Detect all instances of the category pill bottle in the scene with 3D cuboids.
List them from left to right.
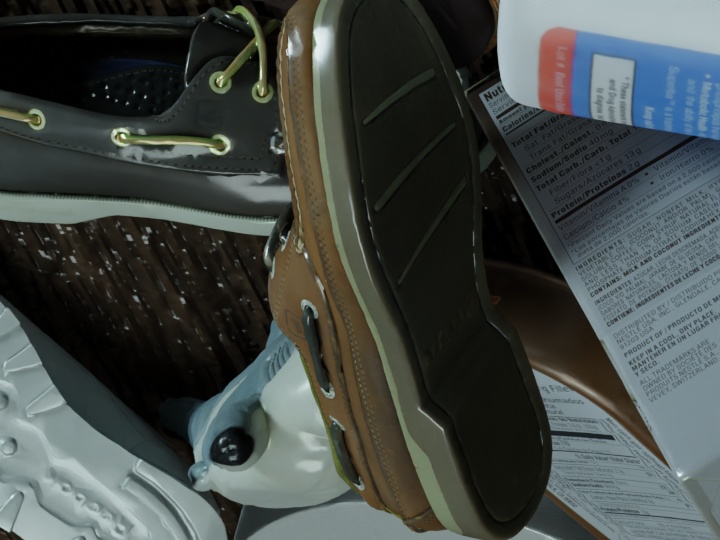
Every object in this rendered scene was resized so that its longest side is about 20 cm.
[{"bbox_3d":[0.147,-0.087,0.860,0.199,0.113,0.112,11,144,9],"label":"pill bottle"}]

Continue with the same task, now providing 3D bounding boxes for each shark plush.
[{"bbox_3d":[-0.022,0.049,1.129,0.090,0.084,0.200,11,167,-11],"label":"shark plush"}]

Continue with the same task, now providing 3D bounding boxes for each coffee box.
[{"bbox_3d":[0.117,0.015,0.926,0.079,0.200,0.115,-31,130,5],"label":"coffee box"}]

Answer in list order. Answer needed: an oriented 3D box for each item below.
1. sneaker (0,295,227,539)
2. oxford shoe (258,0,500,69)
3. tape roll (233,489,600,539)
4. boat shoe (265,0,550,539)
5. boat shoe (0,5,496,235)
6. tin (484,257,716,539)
[{"bbox_3d":[-0.137,0.059,1.189,0.076,0.081,0.200,-43,101,9],"label":"sneaker"},{"bbox_3d":[-0.044,-0.106,0.938,0.199,0.073,0.071,26,142,-15],"label":"oxford shoe"},{"bbox_3d":[0.042,0.142,1.263,0.202,0.037,0.203,9,143,7],"label":"tape roll"},{"bbox_3d":[0.000,0.000,0.943,0.068,0.072,0.201,6,122,36],"label":"boat shoe"},{"bbox_3d":[-0.053,-0.056,1.007,0.200,0.072,0.061,-2,135,14],"label":"boat shoe"},{"bbox_3d":[0.101,0.065,1.112,0.200,0.042,0.112,40,153,-30],"label":"tin"}]
